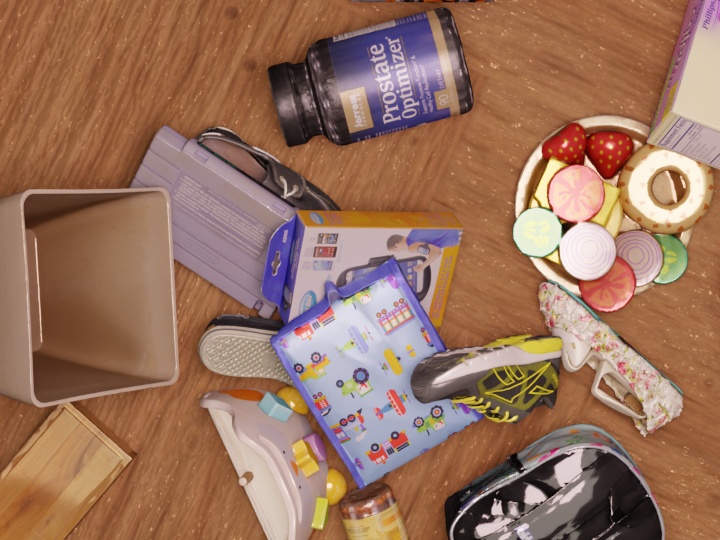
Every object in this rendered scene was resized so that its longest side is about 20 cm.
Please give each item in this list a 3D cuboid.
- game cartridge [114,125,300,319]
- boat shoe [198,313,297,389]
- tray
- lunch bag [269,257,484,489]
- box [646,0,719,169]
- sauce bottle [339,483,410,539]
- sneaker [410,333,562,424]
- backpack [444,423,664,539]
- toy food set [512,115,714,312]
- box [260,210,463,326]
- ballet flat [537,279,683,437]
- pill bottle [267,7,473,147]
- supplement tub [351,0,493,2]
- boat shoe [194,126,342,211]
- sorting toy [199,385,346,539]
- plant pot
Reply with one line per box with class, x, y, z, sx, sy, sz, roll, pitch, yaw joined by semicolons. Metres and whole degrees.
game cartridge;-0.148;-0.050;1.517;0.199;0.038;0.130;34;121;-2
boat shoe;-0.074;0.086;1.536;0.198;0.062;0.075;11;113;-14
tray;-0.343;0.243;1.562;0.098;0.037;0.200;41;91;0
lunch bag;0.011;0.095;1.481;0.150;0.094;0.201;-30;118;2
box;0.417;-0.189;1.478;0.198;0.097;0.178;19;75;0
sauce bottle;0.034;0.328;1.540;0.065;0.066;0.202;-18;99;2
sneaker;0.135;0.116;1.447;0.198;0.074;0.086;-10;94;-38
backpack;0.205;0.258;1.489;0.199;0.151;0.178;-34;97;11
toy food set;0.260;-0.062;1.531;0.198;0.049;0.200;23;92;0
box;0.000;0.000;1.486;0.198;0.042;0.120;-2;120;-23
ballet flat;0.252;0.095;1.520;0.200;0.076;0.064;41;75;1
pill bottle;0.009;-0.193;1.503;0.198;0.112;0.113;-15;91;2
supplement tub;0.079;-0.337;1.492;0.197;0.123;0.124;0;92;2
boat shoe;-0.094;-0.079;1.532;0.199;0.068;0.072;36;91;-1
sorting toy;-0.086;0.207;1.482;0.106;0.180;0.202;-25;91;2
plant pot;-0.317;0.022;1.470;0.175;0.199;0.203;-1;93;37
